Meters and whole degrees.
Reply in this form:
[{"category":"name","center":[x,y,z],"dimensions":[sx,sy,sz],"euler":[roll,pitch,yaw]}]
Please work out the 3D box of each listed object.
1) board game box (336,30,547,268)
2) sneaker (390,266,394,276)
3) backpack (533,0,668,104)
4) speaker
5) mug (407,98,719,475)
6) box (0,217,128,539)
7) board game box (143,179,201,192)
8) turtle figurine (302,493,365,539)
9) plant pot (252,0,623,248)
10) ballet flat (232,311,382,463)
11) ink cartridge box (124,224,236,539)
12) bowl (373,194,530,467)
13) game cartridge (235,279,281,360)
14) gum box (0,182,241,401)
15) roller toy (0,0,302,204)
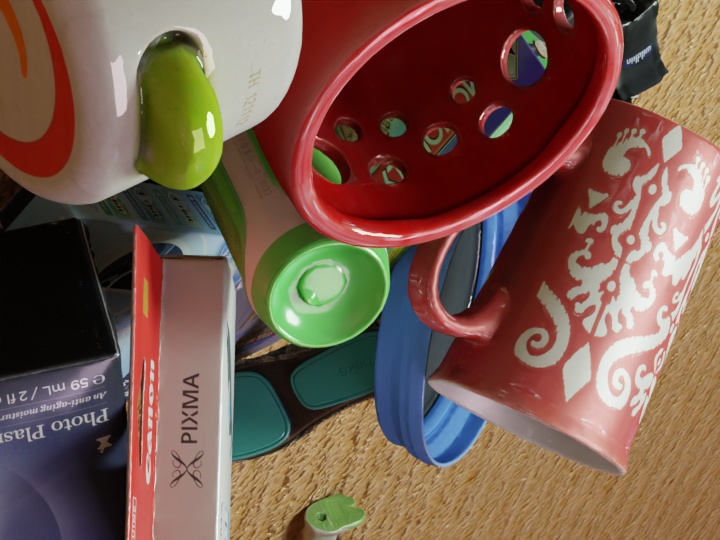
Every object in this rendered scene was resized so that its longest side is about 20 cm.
[{"category":"board game box","center":[0.027,-0.109,1.675],"dimensions":[0.029,0.135,0.200],"euler":[-14,154,-46]},{"category":"sneaker","center":[0.000,0.000,1.820],"dimensions":[0.082,0.077,0.200],"euler":[-61,159,10]},{"category":"backpack","center":[0.113,-0.150,1.786],"dimensions":[0.166,0.127,0.200],"euler":[-34,162,15]},{"category":"speaker","center":[-0.046,-0.042,1.616],"dimensions":[0.088,0.200,0.089],"euler":[-10,126,-13]},{"category":"mug","center":[0.134,-0.001,1.695],"dimensions":[0.201,0.133,0.177],"euler":[-64,149,-8]},{"category":"box","center":[-0.228,0.099,1.551],"dimensions":[0.199,0.124,0.199],"euler":[-12,133,-10]},{"category":"board game box","center":[-0.149,-0.021,1.735],"dimensions":[0.199,0.028,0.136],"euler":[-18,150,-47]},{"category":"turtle figurine","center":[-0.002,0.290,2.465],"dimensions":[0.194,0.199,0.144],"euler":[104,7,-51]},{"category":"plant pot","center":[0.018,-0.143,1.515],"dimensions":[0.199,0.183,0.201],"euler":[-18,144,-14]},{"category":"ballet flat","center":[-0.044,0.077,1.880],"dimensions":[0.199,0.068,0.075],"euler":[-23,-172,18]},{"category":"ink cartridge box","center":[-0.099,0.089,1.573],"dimensions":[0.044,0.201,0.176],"euler":[0,168,2]},{"category":"bowl","center":[0.061,0.025,1.808],"dimensions":[0.200,0.039,0.202],"euler":[15,90,-71]},{"category":"game cartridge","center":[-0.057,0.004,1.889],"dimensions":[0.133,0.041,0.200],"euler":[-56,164,24]},{"category":"gum box","center":[-0.170,0.020,1.670],"dimensions":[0.170,0.045,0.200],"euler":[-47,155,20]},{"category":"roller toy","center":[-0.120,-0.139,1.334],"dimensions":[0.139,0.201,0.182],"euler":[-27,-169,-29]}]
